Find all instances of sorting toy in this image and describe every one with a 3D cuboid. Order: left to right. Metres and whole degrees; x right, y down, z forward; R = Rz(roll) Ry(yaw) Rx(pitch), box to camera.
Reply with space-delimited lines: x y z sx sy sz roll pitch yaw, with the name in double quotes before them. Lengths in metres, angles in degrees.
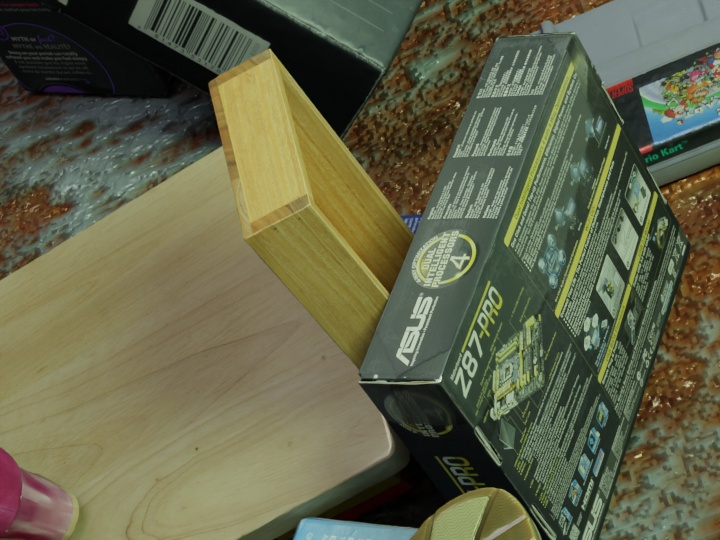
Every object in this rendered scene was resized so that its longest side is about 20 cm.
"sorting toy" -0.078 0.061 1.169 0.200 0.070 0.199 -30 57 17

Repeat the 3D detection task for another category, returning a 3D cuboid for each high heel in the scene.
"high heel" -0.233 0.092 1.150 0.200 0.096 0.068 21 87 40

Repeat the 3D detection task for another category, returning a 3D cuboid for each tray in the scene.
"tray" 0.000 0.000 1.072 0.037 0.200 0.099 -26 47 12

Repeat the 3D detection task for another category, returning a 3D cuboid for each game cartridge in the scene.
"game cartridge" 0.170 -0.106 1.236 0.200 0.038 0.130 -22 39 13

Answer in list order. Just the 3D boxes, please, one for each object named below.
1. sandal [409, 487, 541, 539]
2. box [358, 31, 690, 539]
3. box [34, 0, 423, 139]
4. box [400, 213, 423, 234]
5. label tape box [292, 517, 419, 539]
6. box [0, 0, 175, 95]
"sandal" 0.059 0.184 0.938 0.080 0.054 0.200 -25 59 15
"box" 0.082 0.018 1.081 0.049 0.161 0.200 0 53 32
"box" -0.050 -0.205 1.326 0.200 0.196 0.117 -64 6 -29
"box" -0.005 0.026 1.222 0.200 0.032 0.121 -5 51 30
"label tape box" 0.046 0.189 1.019 0.200 0.063 0.144 3 54 30
"box" -0.186 -0.210 1.425 0.122 0.200 0.106 4 55 34
